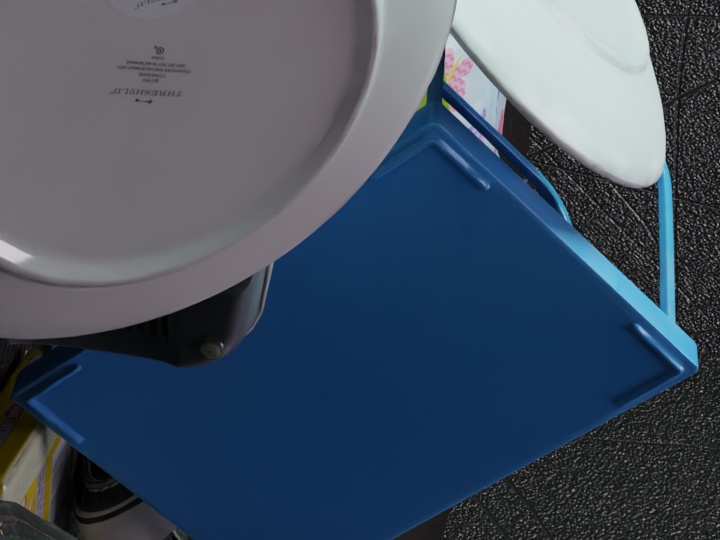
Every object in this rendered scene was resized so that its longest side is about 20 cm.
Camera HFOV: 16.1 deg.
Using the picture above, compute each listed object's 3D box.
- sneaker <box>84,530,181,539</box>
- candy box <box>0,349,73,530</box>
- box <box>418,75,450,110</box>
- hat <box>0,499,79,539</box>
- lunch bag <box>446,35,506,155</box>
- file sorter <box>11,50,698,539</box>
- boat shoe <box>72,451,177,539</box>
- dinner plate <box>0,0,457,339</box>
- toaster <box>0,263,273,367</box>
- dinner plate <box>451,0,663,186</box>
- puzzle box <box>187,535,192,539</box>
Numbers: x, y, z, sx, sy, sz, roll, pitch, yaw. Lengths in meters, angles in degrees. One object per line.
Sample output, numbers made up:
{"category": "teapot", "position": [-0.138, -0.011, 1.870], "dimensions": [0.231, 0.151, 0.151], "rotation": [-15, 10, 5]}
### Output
{"category": "sneaker", "position": [-0.089, 0.149, 1.029], "dimensions": [0.200, 0.075, 0.082], "rotation": [-136, -128, -63]}
{"category": "candy box", "position": [-0.137, 0.140, 0.963], "dimensions": [0.102, 0.026, 0.200], "rotation": [-63, 164, -64]}
{"category": "box", "position": [-0.013, -0.120, 1.120], "dimensions": [0.048, 0.122, 0.200], "rotation": [-36, 167, -6]}
{"category": "hat", "position": [-0.134, 0.169, 0.754], "dimensions": [0.201, 0.081, 0.201], "rotation": [-4, 90, -65]}
{"category": "lunch bag", "position": [0.020, -0.094, 1.445], "dimensions": [0.200, 0.127, 0.170], "rotation": [-56, 156, -55]}
{"category": "file sorter", "position": [0.000, 0.000, 0.922], "dimensions": [0.200, 0.139, 0.123], "rotation": [-32, -148, 30]}
{"category": "boat shoe", "position": [-0.086, 0.030, 1.026], "dimensions": [0.068, 0.072, 0.200], "rotation": [55, 30, -28]}
{"category": "dinner plate", "position": [-0.058, -0.054, 0.682], "dimensions": [0.024, 0.200, 0.200], "rotation": [54, -32, 43]}
{"category": "toaster", "position": [-0.072, -0.077, 0.787], "dimensions": [0.129, 0.114, 0.200], "rotation": [-76, 170, -47]}
{"category": "dinner plate", "position": [0.049, -0.117, 0.861], "dimensions": [0.024, 0.200, 0.200], "rotation": [-35, -171, 19]}
{"category": "puzzle box", "position": [-0.033, 0.159, 1.032], "dimensions": [0.200, 0.025, 0.133], "rotation": [-162, -99, -67]}
